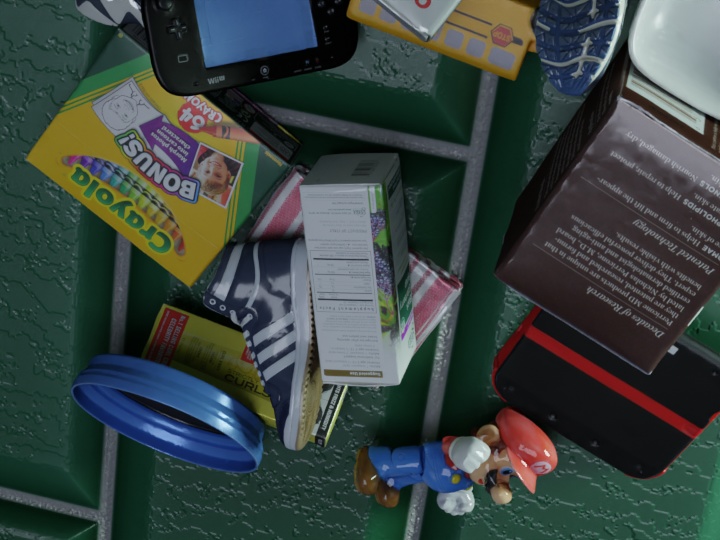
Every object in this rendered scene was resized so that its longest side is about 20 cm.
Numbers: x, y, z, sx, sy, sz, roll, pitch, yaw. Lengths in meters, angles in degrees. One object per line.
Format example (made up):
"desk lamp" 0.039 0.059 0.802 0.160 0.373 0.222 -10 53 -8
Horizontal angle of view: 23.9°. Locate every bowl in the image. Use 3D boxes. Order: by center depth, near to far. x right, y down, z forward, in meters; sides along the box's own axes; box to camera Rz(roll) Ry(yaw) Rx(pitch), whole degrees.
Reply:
"bowl" 0.331 -0.222 1.394 0.199 0.075 0.201 25 108 -8
"bowl" -0.186 0.139 1.673 0.199 0.040 0.201 19 159 8

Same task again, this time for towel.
"towel" -0.018 0.008 1.638 0.199 0.030 0.147 36 118 -2

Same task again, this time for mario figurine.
"mario figurine" 0.096 0.202 1.655 0.199 0.123 0.107 -14 99 24

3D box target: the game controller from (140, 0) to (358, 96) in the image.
"game controller" -0.093 -0.214 1.469 0.042 0.199 0.105 -10 94 63

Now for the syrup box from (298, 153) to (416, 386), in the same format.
"syrup box" 0.000 0.000 1.568 0.081 0.079 0.202 0 114 16

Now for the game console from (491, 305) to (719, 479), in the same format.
"game console" 0.237 0.100 1.602 0.199 0.031 0.177 31 128 -3

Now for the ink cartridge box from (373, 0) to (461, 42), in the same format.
"ink cartridge box" 0.059 -0.308 1.383 0.146 0.084 0.200 39 93 -1

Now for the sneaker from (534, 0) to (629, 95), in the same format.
"sneaker" 0.204 -0.239 1.399 0.077 0.085 0.202 13 92 37

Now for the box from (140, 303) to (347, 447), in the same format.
"box" -0.113 0.103 1.674 0.199 0.050 0.076 21 75 4

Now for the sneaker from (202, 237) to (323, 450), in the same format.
"sneaker" -0.092 0.067 1.615 0.108 0.070 0.202 4 96 11

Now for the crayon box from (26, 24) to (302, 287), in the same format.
"crayon box" -0.184 -0.111 1.599 0.200 0.058 0.173 38 118 -7

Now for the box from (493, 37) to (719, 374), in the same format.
"box" 0.241 -0.060 1.461 0.164 0.166 0.201 31 119 -3

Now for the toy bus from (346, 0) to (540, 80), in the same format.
"toy bus" 0.095 -0.225 1.472 0.199 0.065 0.079 21 119 3

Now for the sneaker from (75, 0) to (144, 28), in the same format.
"sneaker" -0.152 -0.268 1.502 0.198 0.080 0.130 22 126 12
